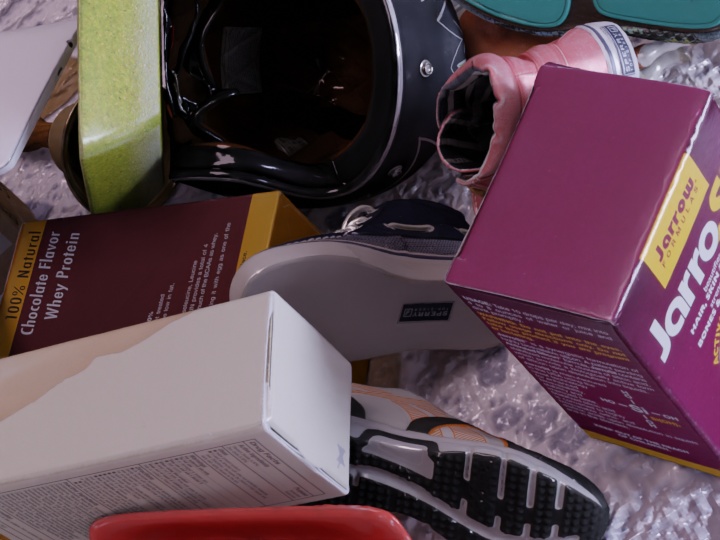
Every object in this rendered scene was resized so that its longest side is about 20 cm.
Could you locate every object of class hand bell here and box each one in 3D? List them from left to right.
[{"bbox_3d":[-0.225,-0.100,1.289,0.199,0.104,0.105,13,69,51],"label":"hand bell"}]

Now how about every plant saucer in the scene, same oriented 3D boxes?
[{"bbox_3d":[-0.149,-0.138,1.091,0.047,0.200,0.202,-1,76,-6],"label":"plant saucer"}]

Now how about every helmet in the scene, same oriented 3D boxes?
[{"bbox_3d":[-0.030,-0.131,1.097,0.189,0.201,0.201,-3,55,-6],"label":"helmet"}]

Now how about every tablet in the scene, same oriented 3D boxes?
[{"bbox_3d":[-0.274,-0.101,1.069,0.198,0.014,0.131,-3,48,26],"label":"tablet"}]

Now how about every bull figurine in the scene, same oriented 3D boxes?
[{"bbox_3d":[0.137,-0.119,1.070,0.121,0.065,0.200,-38,55,-2],"label":"bull figurine"}]

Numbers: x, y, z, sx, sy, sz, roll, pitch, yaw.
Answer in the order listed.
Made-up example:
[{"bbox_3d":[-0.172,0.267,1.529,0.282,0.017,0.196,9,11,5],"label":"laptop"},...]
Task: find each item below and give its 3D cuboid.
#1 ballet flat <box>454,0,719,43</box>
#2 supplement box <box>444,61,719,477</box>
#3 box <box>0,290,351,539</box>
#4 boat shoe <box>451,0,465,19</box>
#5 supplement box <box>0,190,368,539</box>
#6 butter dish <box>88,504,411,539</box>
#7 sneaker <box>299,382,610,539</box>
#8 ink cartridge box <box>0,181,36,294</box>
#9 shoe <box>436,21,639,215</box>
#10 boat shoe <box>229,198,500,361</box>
[{"bbox_3d":[0.139,-0.172,1.029,0.199,0.074,0.075,17,72,26],"label":"ballet flat"},{"bbox_3d":[0.148,0.004,0.897,0.103,0.200,0.132,15,72,37],"label":"supplement box"},{"bbox_3d":[-0.111,0.084,0.907,0.198,0.095,0.078,-13,56,23],"label":"box"},{"bbox_3d":[-0.004,-0.198,1.200,0.199,0.072,0.071,-1,62,32],"label":"boat shoe"},{"bbox_3d":[-0.118,0.077,1.064,0.198,0.133,0.199,-6,60,29],"label":"supplement box"},{"bbox_3d":[-0.052,0.232,0.867,0.198,0.201,0.148,-6,31,29],"label":"butter dish"},{"bbox_3d":[0.044,0.102,0.961,0.198,0.074,0.080,17,31,7],"label":"sneaker"},{"bbox_3d":[-0.352,-0.036,1.230,0.164,0.200,0.075,-40,34,5],"label":"ink cartridge box"},{"bbox_3d":[0.079,-0.070,0.985,0.090,0.200,0.072,-14,70,-21],"label":"shoe"},{"bbox_3d":[0.000,0.000,1.016,0.093,0.199,0.075,51,126,47],"label":"boat shoe"}]
